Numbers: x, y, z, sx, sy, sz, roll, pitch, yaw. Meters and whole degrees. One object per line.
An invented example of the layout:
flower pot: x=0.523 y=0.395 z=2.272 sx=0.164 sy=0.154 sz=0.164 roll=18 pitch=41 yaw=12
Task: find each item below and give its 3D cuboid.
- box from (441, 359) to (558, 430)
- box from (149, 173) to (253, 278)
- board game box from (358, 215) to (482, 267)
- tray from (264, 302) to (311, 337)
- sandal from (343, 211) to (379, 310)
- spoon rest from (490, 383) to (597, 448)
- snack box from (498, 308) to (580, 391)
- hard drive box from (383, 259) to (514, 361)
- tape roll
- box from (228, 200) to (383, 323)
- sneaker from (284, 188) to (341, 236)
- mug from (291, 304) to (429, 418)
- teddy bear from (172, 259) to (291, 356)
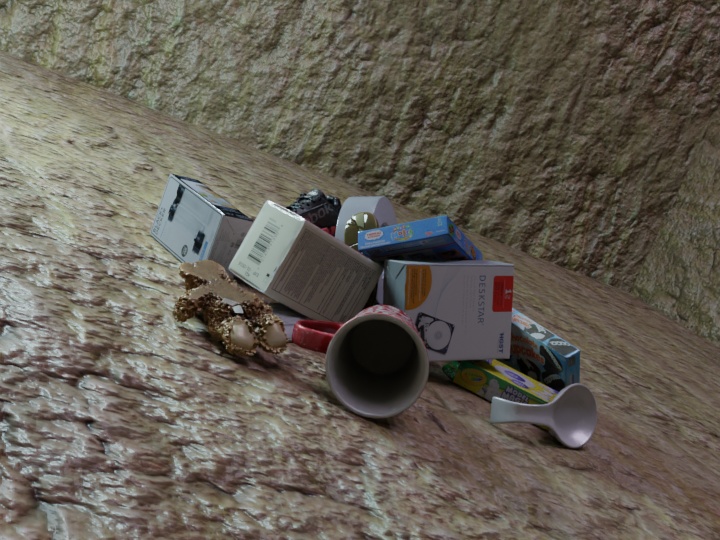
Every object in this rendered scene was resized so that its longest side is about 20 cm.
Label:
box: x=0.235 y=0.188 z=1.695 sx=0.199 sy=0.049 sz=0.117 roll=24 pitch=10 yaw=15
box: x=-0.266 y=-0.070 z=1.701 sx=0.060 sy=0.117 sz=0.200 roll=11 pitch=17 yaw=-40
board game box: x=0.102 y=-0.031 z=1.695 sx=0.150 sy=0.037 sz=0.200 roll=-10 pitch=-20 yaw=20
tray: x=-0.136 y=0.072 z=1.524 sx=0.107 sy=0.022 sz=0.200 roll=30 pitch=12 yaw=26
sandal: x=0.000 y=0.000 z=1.749 sx=0.080 sy=0.201 sz=0.054 roll=1 pitch=-21 yaw=19
spoon rest: x=0.290 y=0.219 z=1.563 sx=0.199 sy=0.100 sz=0.061 roll=7 pitch=-4 yaw=-33
snack box: x=0.314 y=0.153 z=1.858 sx=0.037 sy=0.117 sz=0.200 roll=-22 pitch=34 yaw=-25
hard drive box: x=0.139 y=0.062 z=1.644 sx=0.199 sy=0.157 sz=0.077 roll=-1 pitch=5 yaw=-26
tape roll: x=0.014 y=-0.034 z=1.877 sx=0.066 sy=0.202 sz=0.200 roll=0 pitch=3 yaw=17
box: x=-0.083 y=-0.002 z=1.610 sx=0.109 sy=0.128 sz=0.200 roll=28 pitch=-2 yaw=45
sneaker: x=-0.107 y=-0.099 z=1.872 sx=0.200 sy=0.099 sz=0.071 roll=-7 pitch=13 yaw=-42
mug: x=0.012 y=0.096 z=1.398 sx=0.178 sy=0.133 sz=0.200 roll=45 pitch=7 yaw=-1
teddy bear: x=-0.179 y=0.061 z=1.389 sx=0.199 sy=0.067 sz=0.145 roll=30 pitch=30 yaw=27
